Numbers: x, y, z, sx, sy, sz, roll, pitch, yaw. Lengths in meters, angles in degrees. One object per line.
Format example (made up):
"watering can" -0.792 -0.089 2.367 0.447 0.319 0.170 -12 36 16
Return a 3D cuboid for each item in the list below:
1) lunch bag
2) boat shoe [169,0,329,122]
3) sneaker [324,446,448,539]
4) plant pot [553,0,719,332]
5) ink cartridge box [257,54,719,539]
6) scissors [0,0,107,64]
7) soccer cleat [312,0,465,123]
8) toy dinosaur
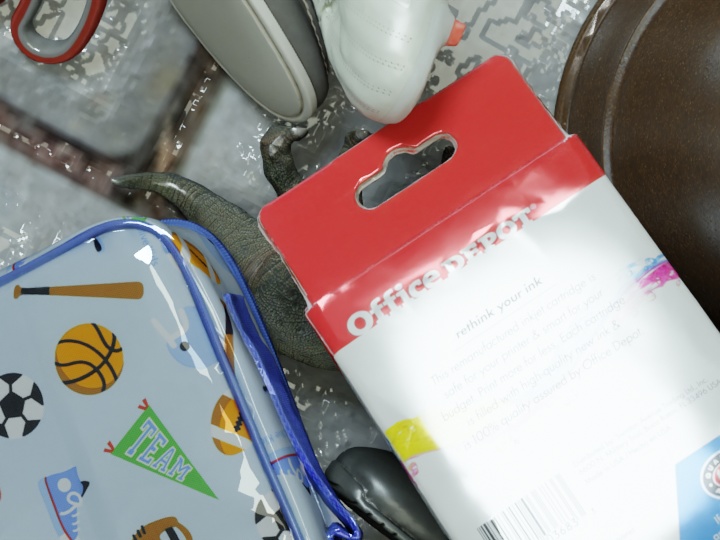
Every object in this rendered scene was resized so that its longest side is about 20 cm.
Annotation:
"lunch bag" -0.085 0.087 0.814 0.160 0.076 0.201 -25 84 10
"boat shoe" -0.064 -0.150 0.831 0.057 0.067 0.200 -42 102 -23
"sneaker" 0.081 0.094 0.864 0.199 0.074 0.089 24 92 -23
"plant pot" 0.189 -0.045 0.808 0.199 0.198 0.201 0 94 -8
"ink cartridge box" 0.062 0.037 0.774 0.116 0.067 0.200 -33 70 -1
"scissors" -0.107 -0.162 0.797 0.073 0.014 0.200 28 128 2
"soccer cleat" -0.010 -0.140 0.802 0.077 0.069 0.201 11 55 -25
"toy dinosaur" 0.000 0.000 0.848 0.199 0.077 0.103 12 86 -11
